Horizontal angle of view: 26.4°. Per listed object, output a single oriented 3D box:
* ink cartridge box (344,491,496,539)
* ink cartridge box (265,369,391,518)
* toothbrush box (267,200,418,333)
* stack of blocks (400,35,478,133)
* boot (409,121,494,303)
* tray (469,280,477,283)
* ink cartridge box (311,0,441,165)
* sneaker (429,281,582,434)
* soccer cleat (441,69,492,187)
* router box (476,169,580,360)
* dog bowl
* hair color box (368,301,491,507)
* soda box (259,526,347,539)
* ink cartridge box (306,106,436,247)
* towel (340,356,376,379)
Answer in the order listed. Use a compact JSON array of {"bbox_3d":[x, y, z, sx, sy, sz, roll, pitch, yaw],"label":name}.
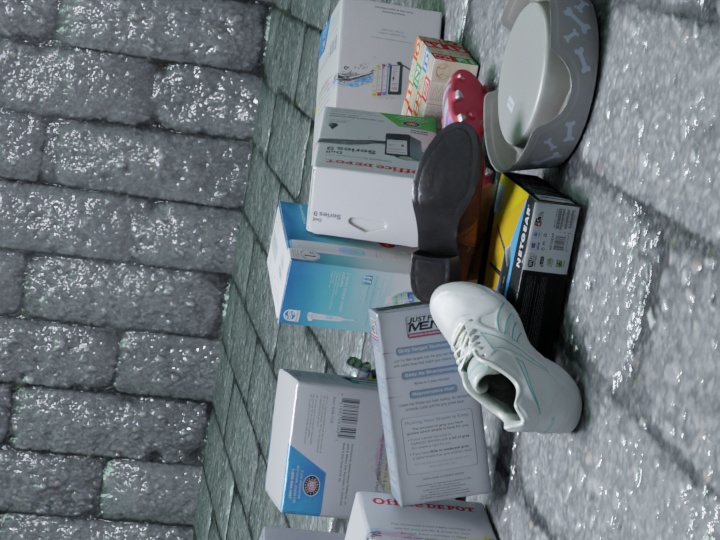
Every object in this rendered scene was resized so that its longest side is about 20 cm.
[{"bbox_3d":[0.065,0.345,1.573,0.200,0.145,0.148,-108,28,-64],"label":"ink cartridge box"},{"bbox_3d":[0.004,0.202,1.764,0.146,0.197,0.149,-169,86,-79],"label":"ink cartridge box"},{"bbox_3d":[0.000,0.000,1.770,0.147,0.197,0.086,-104,25,-60],"label":"toothbrush box"},{"bbox_3d":[0.090,-0.183,1.945,0.115,0.058,0.202,-113,32,-66],"label":"stack of blocks"},{"bbox_3d":[0.118,-0.068,1.603,0.200,0.068,0.191,-25,-62,-65],"label":"boot"},{"bbox_3d":[0.113,-0.038,1.820,0.201,0.037,0.099,-97,18,-49],"label":"tray"},{"bbox_3d":[0.021,-0.245,2.091,0.147,0.143,0.203,142,134,-73],"label":"ink cartridge box"},{"bbox_3d":[0.122,0.078,1.441,0.200,0.080,0.071,47,126,36],"label":"sneaker"},{"bbox_3d":[0.113,-0.144,1.774,0.076,0.066,0.202,-37,44,43],"label":"soccer cleat"},{"bbox_3d":[0.159,0.013,1.541,0.149,0.050,0.203,-124,41,-73],"label":"router box"},{"bbox_3d":[0.182,-0.195,1.546,0.200,0.058,0.203,-173,90,-78],"label":"dog bowl"},{"bbox_3d":[0.072,0.134,1.590,0.061,0.098,0.203,-150,52,-81],"label":"hair color box"},{"bbox_3d":[-0.027,0.360,1.846,0.064,0.197,0.069,112,161,-51],"label":"soda box"},{"bbox_3d":[0.017,-0.113,1.797,0.201,0.144,0.085,-85,2,-64],"label":"ink cartridge box"},{"bbox_3d":[0.001,0.203,1.948,0.200,0.085,0.168,41,-116,-89],"label":"towel"}]
